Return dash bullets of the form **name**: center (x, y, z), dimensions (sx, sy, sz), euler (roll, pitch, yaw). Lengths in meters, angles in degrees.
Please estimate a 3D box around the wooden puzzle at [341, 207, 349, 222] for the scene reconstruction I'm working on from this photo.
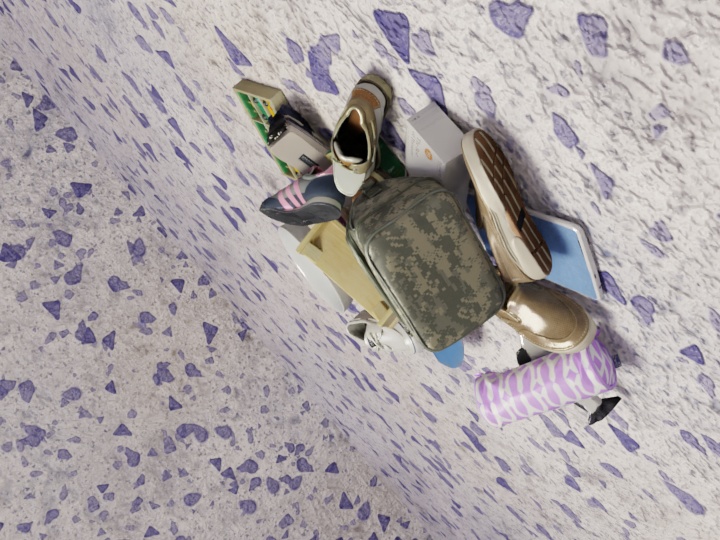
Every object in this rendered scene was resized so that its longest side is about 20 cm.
- **wooden puzzle**: center (-0.011, -0.040, 1.534), dimensions (0.201, 0.037, 0.185), euler (52, 162, -6)

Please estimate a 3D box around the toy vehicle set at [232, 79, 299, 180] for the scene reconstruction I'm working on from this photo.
- **toy vehicle set**: center (-0.137, -0.235, 1.425), dimensions (0.124, 0.026, 0.201), euler (27, 154, 47)

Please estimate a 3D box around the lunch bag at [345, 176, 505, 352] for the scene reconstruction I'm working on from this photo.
- **lunch bag**: center (0.075, -0.017, 1.043), dimensions (0.201, 0.139, 0.168), euler (56, 180, -23)

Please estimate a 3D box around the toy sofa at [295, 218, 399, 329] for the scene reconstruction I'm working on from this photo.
- **toy sofa**: center (0.000, 0.000, 1.319), dimensions (0.200, 0.083, 0.097), euler (41, -173, 16)

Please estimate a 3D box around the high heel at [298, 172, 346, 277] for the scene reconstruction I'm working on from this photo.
- **high heel**: center (-0.051, -0.093, 1.420), dimensions (0.067, 0.096, 0.203), euler (-2, 104, 37)

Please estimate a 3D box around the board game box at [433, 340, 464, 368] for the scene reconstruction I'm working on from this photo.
- **board game box**: center (0.136, 0.076, 1.447), dimensions (0.201, 0.039, 0.158), euler (56, 160, 20)

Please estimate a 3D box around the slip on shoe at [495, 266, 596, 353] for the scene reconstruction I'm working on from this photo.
- **slip on shoe**: center (0.223, 0.045, 1.099), dimensions (0.060, 0.076, 0.200), euler (30, -174, -46)

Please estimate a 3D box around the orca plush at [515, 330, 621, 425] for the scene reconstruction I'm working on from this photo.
- **orca plush**: center (0.298, 0.119, 1.182), dimensions (0.199, 0.071, 0.106), euler (40, 118, 5)

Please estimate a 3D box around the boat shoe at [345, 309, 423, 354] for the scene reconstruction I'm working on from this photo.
- **boat shoe**: center (0.039, 0.114, 1.411), dimensions (0.199, 0.065, 0.074), euler (9, 125, 64)

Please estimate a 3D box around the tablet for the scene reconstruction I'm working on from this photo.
- **tablet**: center (0.220, -0.038, 1.054), dimensions (0.199, 0.014, 0.131), euler (28, 155, 47)

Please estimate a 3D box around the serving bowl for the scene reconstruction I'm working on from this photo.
- **serving bowl**: center (-0.070, -0.018, 1.538), dimensions (0.201, 0.066, 0.200), euler (50, 167, 15)

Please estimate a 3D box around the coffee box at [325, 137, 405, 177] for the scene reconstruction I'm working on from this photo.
- **coffee box**: center (0.039, -0.120, 1.240), dimensions (0.201, 0.044, 0.123), euler (51, 162, -14)

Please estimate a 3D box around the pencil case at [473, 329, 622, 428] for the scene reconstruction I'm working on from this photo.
- **pencil case**: center (0.252, 0.151, 1.124), dimensions (0.084, 0.199, 0.087), euler (7, -119, -55)

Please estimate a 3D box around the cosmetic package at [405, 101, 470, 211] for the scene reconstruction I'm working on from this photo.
- **cosmetic package**: center (0.099, -0.121, 1.067), dimensions (0.083, 0.050, 0.201), euler (50, 165, 23)

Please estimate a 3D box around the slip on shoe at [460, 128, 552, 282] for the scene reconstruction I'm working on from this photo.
- **slip on shoe**: center (0.162, -0.071, 0.976), dimensions (0.060, 0.076, 0.201), euler (-18, 117, 35)

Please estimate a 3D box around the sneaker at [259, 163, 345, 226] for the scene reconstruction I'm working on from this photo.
- **sneaker**: center (-0.087, -0.120, 1.291), dimensions (0.070, 0.083, 0.199), euler (26, 163, -37)

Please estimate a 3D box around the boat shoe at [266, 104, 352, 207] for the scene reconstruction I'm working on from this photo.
- **boat shoe**: center (-0.072, -0.191, 1.331), dimensions (0.200, 0.074, 0.093), euler (40, -154, -37)

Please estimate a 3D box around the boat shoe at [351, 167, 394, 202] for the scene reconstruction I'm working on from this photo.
- **boat shoe**: center (0.042, -0.053, 1.170), dimensions (0.076, 0.074, 0.201), euler (37, 162, 52)

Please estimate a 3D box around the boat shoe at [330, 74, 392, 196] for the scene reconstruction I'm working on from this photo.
- **boat shoe**: center (-0.011, -0.170, 1.112), dimensions (0.074, 0.069, 0.201), euler (26, 142, 12)
